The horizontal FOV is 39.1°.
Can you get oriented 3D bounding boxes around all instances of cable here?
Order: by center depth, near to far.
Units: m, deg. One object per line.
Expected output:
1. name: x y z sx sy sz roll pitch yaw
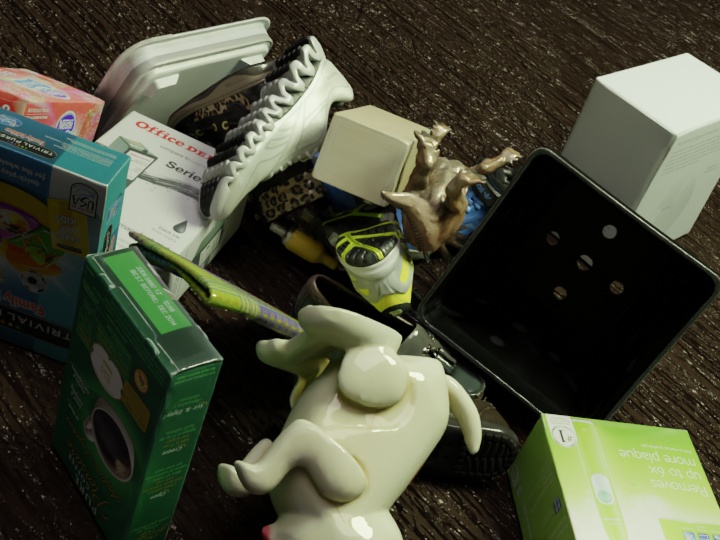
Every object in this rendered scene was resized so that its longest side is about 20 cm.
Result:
1. cable: 0.000 0.000 1.047 0.200 0.050 0.097 41 25 6

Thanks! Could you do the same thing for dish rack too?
1. dish rack: -0.191 -0.197 1.091 0.200 0.172 0.044 -26 82 -41

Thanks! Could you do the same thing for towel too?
1. towel: -0.091 0.033 0.849 0.143 0.023 0.200 27 -4 43

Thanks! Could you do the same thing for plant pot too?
1. plant pot: 0.208 0.009 0.980 0.200 0.200 0.177 39 22 9

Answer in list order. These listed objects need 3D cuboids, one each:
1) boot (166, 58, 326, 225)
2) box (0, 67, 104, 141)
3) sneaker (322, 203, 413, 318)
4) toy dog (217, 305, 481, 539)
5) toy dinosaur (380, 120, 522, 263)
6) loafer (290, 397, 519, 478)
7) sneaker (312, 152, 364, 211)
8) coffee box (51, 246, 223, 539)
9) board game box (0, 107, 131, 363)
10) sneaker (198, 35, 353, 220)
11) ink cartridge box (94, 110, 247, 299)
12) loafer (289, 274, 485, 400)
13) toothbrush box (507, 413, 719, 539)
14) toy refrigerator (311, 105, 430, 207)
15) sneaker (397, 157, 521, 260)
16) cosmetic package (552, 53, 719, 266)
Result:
1. boot: -0.120 -0.121 1.064 0.073 0.200 0.151 -29 96 -40
2. box: -0.319 -0.125 0.923 0.094 0.103 0.200 20 9 1
3. sneaker: 0.010 -0.015 0.964 0.075 0.077 0.200 -19 19 7
4. toy dog: -0.012 0.154 0.747 0.193 0.139 0.201 22 65 -27
5. toy dinosaur: 0.066 -0.055 0.921 0.086 0.136 0.200 31 28 9
6. loafer: 0.035 0.132 0.878 0.199 0.073 0.071 14 28 -12
7. sneaker: -0.058 -0.119 1.138 0.078 0.066 0.200 -32 66 -4
8. coffee box: -0.165 0.096 0.720 0.044 0.201 0.123 -15 49 -39
9. board game box: -0.274 -0.027 0.813 0.150 0.201 0.047 20 39 1
10. sneaker: -0.076 -0.122 0.943 0.081 0.075 0.200 41 71 -24
11. ink cartridge box: -0.210 -0.052 0.961 0.145 0.084 0.200 25 39 5
12. loafer: 0.027 0.069 0.942 0.199 0.063 0.072 25 39 5
13. toothbrush box: 0.218 0.225 0.828 0.145 0.086 0.201 9 42 -14
14. toy refrigerator: 0.015 -0.115 1.004 0.076 0.070 0.200 23 14 4
15. sneaker: 0.105 -0.074 1.090 0.199 0.111 0.077 -2 52 -32
16. cosmetic package: 0.337 -0.131 1.201 0.199 0.201 0.123 -21 54 -40
